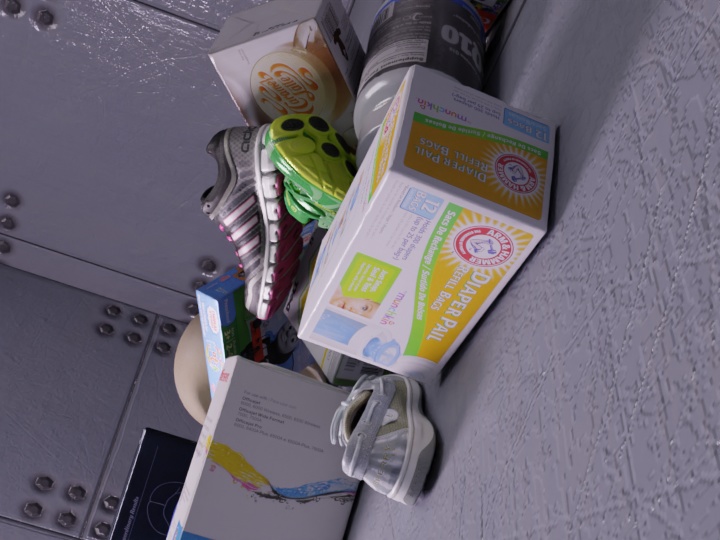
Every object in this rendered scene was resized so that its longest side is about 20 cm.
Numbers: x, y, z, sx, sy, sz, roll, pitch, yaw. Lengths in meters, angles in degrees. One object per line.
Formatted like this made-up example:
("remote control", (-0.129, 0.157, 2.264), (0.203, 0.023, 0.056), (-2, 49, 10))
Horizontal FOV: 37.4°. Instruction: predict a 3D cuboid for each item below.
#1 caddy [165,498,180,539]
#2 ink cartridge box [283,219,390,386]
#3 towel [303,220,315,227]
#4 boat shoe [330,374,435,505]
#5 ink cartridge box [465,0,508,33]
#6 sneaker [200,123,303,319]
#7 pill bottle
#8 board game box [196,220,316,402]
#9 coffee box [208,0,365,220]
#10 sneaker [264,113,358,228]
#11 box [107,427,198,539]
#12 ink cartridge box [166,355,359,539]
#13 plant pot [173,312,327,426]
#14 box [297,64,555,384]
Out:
("caddy", (-0.134, 0.303, 1.110), (0.105, 0.140, 0.201), (142, 147, -66))
("ink cartridge box", (-0.021, 0.019, 1.030), (0.200, 0.059, 0.104), (51, 125, 56))
("towel", (-0.012, -0.090, 1.246), (0.200, 0.018, 0.086), (-48, -10, -28))
("boat shoe", (0.009, 0.121, 0.820), (0.202, 0.064, 0.075), (-117, 46, -78))
("ink cartridge box", (0.122, -0.298, 1.015), (0.200, 0.050, 0.110), (129, 158, -65))
("sneaker", (-0.107, -0.050, 1.011), (0.074, 0.087, 0.201), (-54, -30, -57))
("pill bottle", (0.054, -0.157, 0.953), (0.114, 0.113, 0.201), (117, 167, -44))
("board game box", (-0.085, 0.046, 1.142), (0.200, 0.036, 0.152), (-34, -47, -40))
("coffee box", (-0.044, -0.157, 1.020), (0.080, 0.114, 0.201), (-75, -34, -48))
("sneaker", (-0.035, -0.072, 0.934), (0.200, 0.083, 0.075), (34, -142, -63))
("box", (-0.181, 0.283, 1.239), (0.107, 0.199, 0.150), (150, 138, -77))
("ink cartridge box", (-0.085, 0.194, 0.996), (0.147, 0.144, 0.202), (159, 129, -79))
("plant pot", (-0.115, 0.136, 1.304), (0.200, 0.186, 0.189), (17, 89, 66))
("box", (0.043, -0.025, 0.745), (0.200, 0.112, 0.102), (119, 168, -50))
